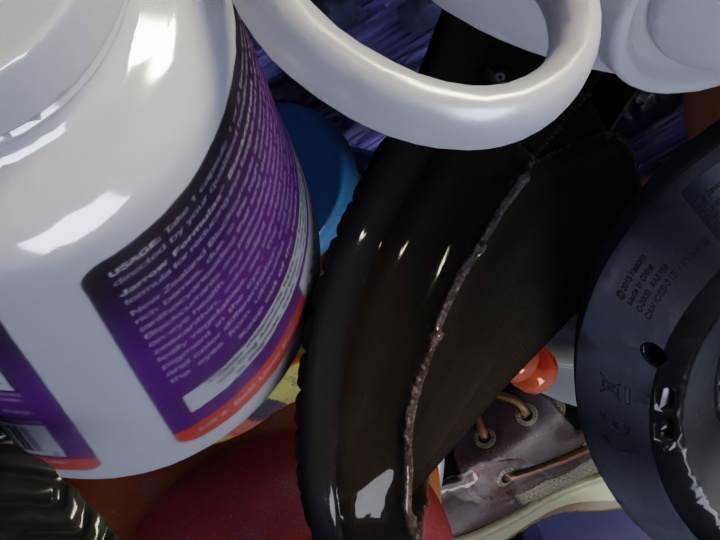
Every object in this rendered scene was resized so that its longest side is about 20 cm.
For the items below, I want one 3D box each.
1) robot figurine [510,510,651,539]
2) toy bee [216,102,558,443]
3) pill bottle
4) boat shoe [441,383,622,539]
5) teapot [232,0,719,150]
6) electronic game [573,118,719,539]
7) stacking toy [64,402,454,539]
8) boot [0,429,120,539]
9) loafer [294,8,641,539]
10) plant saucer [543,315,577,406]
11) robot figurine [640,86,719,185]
[{"bbox_3d":[0.062,0.168,1.249,0.200,0.150,0.125,-35,134,11],"label":"robot figurine"},{"bbox_3d":[0.000,0.000,0.841,0.131,0.109,0.200,1,142,-50],"label":"toy bee"},{"bbox_3d":[-0.076,-0.033,0.667,0.111,0.111,0.200,-29,158,-4],"label":"pill bottle"},{"bbox_3d":[0.051,0.055,1.097,0.200,0.072,0.072,-9,121,-21],"label":"boat shoe"},{"bbox_3d":[0.084,-0.107,0.668,0.200,0.146,0.197,-36,157,16],"label":"teapot"},{"bbox_3d":[0.153,0.022,0.746,0.200,0.042,0.200,1,133,1],"label":"electronic game"},{"bbox_3d":[-0.014,0.114,0.904,0.146,0.200,0.146,-11,124,-16],"label":"stacking toy"},{"bbox_3d":[-0.129,0.081,0.752,0.079,0.211,0.158,-52,160,-19],"label":"boot"},{"bbox_3d":[0.039,-0.016,0.761,0.073,0.071,0.200,75,35,-74],"label":"loafer"},{"bbox_3d":[0.130,0.021,0.975,0.200,0.050,0.200,-7,-169,1],"label":"plant saucer"},{"bbox_3d":[0.183,-0.060,0.932,0.200,0.144,0.117,-16,125,-32],"label":"robot figurine"}]
